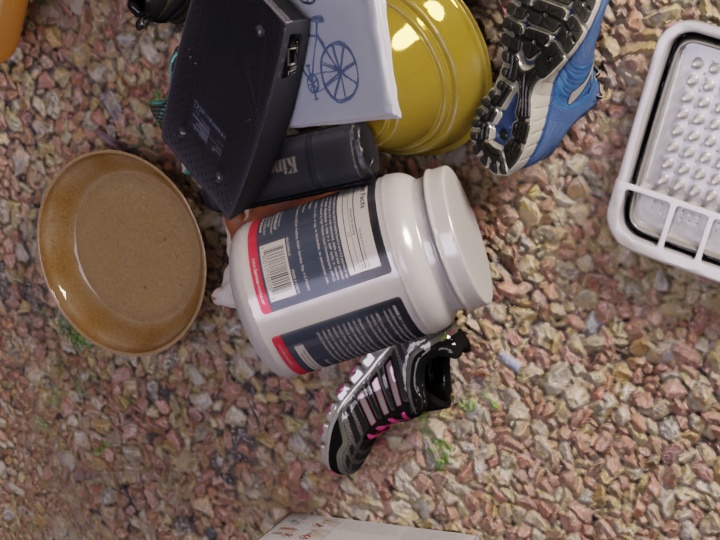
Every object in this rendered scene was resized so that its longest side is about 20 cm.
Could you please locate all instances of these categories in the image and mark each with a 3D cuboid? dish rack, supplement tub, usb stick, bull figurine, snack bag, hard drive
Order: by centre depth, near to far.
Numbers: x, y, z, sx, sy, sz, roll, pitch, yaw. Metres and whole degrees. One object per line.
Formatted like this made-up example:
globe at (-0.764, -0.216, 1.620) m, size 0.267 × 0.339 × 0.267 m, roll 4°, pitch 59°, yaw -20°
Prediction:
snack bag at (-0.037, -0.216, 1.472) m, size 0.188 × 0.021 × 0.202 m, roll 0°, pitch 101°, yaw 55°
dish rack at (0.306, -0.094, 1.493) m, size 0.171 × 0.043 × 0.202 m, roll 21°, pitch 111°, yaw 18°
hard drive at (-0.105, -0.159, 1.529) m, size 0.135 × 0.042 × 0.201 m, roll 49°, pitch 135°, yaw 34°
supplement tub at (0.000, 0.000, 1.553) m, size 0.199 × 0.140 × 0.141 m, roll -18°, pitch 96°, yaw 14°
usb stick at (-0.064, -0.088, 1.568) m, size 0.199 × 0.032 × 0.056 m, roll -9°, pitch 98°, yaw 42°
bull figurine at (-0.084, -0.056, 1.661) m, size 0.122 × 0.065 × 0.200 m, roll 47°, pitch 117°, yaw 8°

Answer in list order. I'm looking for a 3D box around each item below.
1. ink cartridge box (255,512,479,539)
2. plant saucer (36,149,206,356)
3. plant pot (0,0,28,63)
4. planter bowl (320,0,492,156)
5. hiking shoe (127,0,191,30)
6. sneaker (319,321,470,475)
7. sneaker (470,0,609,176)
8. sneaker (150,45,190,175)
ink cartridge box at (0.008, 0.333, 1.710) m, size 0.198 × 0.084 × 0.177 m, roll 4°, pitch 105°, yaw 23°
plant saucer at (-0.221, -0.019, 1.739) m, size 0.199 × 0.035 × 0.202 m, roll 9°, pitch 107°, yaw 28°
plant pot at (-0.376, -0.290, 1.671) m, size 0.199 × 0.200 × 0.184 m, roll 20°, pitch 127°, yaw 18°
planter bowl at (0.006, -0.167, 1.542) m, size 0.199 × 0.083 × 0.202 m, roll 22°, pitch 133°, yaw 25°
hiking shoe at (-0.204, -0.315, 1.626) m, size 0.075 × 0.101 × 0.201 m, roll -21°, pitch 94°, yaw 26°
sneaker at (0.034, 0.115, 1.648) m, size 0.087 × 0.074 × 0.201 m, roll 36°, pitch 110°, yaw 18°
sneaker at (0.161, -0.175, 1.512) m, size 0.078 × 0.089 × 0.201 m, roll 41°, pitch 122°, yaw 30°
sneaker at (-0.133, -0.182, 1.641) m, size 0.091 × 0.077 × 0.200 m, roll 48°, pitch 124°, yaw 18°
